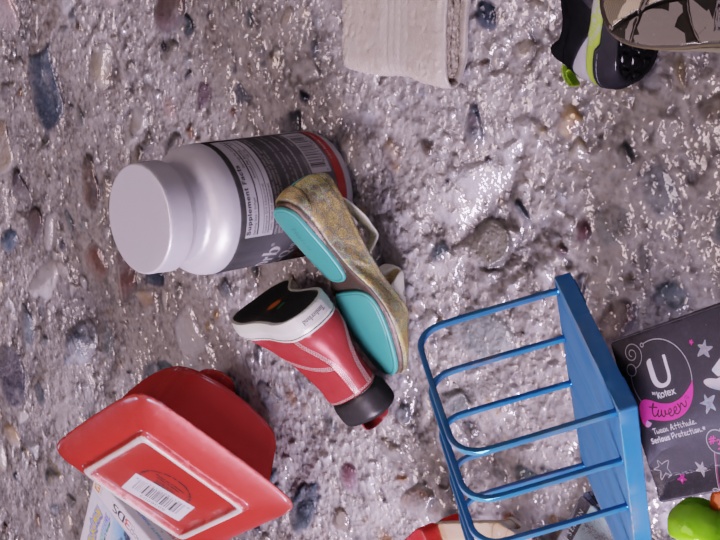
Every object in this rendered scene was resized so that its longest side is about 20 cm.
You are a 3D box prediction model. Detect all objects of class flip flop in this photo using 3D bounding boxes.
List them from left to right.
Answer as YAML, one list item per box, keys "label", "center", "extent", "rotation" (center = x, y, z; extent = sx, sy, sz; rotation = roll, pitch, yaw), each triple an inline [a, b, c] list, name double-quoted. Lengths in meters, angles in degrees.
- label: "flip flop"
  center: [0.254, -0.164, 0.889]
  extent: [0.199, 0.058, 0.082]
  rotation: [11, 96, 27]

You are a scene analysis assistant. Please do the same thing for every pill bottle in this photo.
- label: "pill bottle"
  center: [-0.114, -0.059, 1.217]
  extent: [0.116, 0.199, 0.116]
  rotation: [14, 109, 46]

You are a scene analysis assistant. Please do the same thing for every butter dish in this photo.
- label: "butter dish"
  center: [-0.170, 0.164, 1.383]
  extent: [0.200, 0.148, 0.199]
  rotation: [38, 139, -18]

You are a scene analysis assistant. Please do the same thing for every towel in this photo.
- label: "towel"
  center: [0.036, -0.257, 1.134]
  extent: [0.132, 0.034, 0.201]
  rotation: [19, 113, 46]

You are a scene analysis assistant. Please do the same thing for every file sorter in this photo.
- label: "file sorter"
  center: [0.123, 0.133, 0.968]
  extent: [0.139, 0.122, 0.201]
  rotation: [-108, 3, -51]

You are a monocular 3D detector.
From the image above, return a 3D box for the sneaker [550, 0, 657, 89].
- label: "sneaker"
  center: [0.168, -0.225, 0.967]
  extent: [0.083, 0.071, 0.201]
  rotation: [26, 117, 44]

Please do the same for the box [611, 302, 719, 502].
- label: "box"
  center: [0.283, 0.061, 0.860]
  extent: [0.200, 0.132, 0.115]
  rotation: [-24, 78, 48]

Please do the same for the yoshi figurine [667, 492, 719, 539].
- label: "yoshi figurine"
  center: [0.284, 0.225, 0.894]
  extent: [0.199, 0.112, 0.113]
  rotation: [27, 155, 24]

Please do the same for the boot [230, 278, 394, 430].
- label: "boot"
  center: [-0.042, 0.084, 1.272]
  extent: [0.145, 0.072, 0.200]
  rotation: [54, 166, -16]

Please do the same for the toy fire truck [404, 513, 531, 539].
- label: "toy fire truck"
  center: [0.124, 0.254, 1.112]
  extent: [0.200, 0.049, 0.142]
  rotation: [-34, 72, 46]

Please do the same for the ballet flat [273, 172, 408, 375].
- label: "ballet flat"
  center: [0.000, 0.000, 1.196]
  extent: [0.071, 0.071, 0.200]
  rotation: [-8, 123, 48]

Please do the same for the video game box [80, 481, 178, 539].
- label: "video game box"
  center: [-0.262, 0.359, 1.593]
  extent: [0.182, 0.047, 0.201]
  rotation: [42, 127, 37]

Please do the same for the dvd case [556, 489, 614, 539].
- label: "dvd case"
  center: [0.217, 0.289, 1.067]
  extent: [0.200, 0.022, 0.146]
  rotation: [46, 129, 33]
